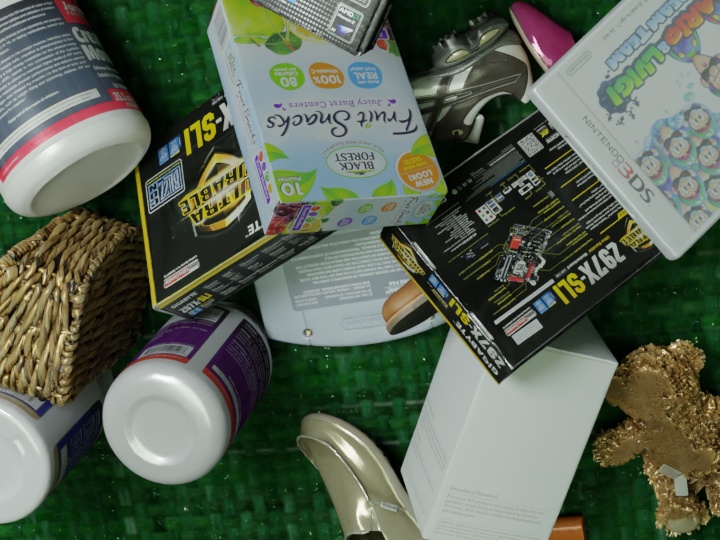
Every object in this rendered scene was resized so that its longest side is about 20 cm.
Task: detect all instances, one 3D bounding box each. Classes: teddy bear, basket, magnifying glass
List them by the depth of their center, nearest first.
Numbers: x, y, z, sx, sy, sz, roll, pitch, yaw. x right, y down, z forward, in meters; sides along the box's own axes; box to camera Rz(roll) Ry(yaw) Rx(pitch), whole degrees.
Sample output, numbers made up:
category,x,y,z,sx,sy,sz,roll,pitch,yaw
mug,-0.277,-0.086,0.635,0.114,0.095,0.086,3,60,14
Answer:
category,x,y,z,sx,sy,sz,roll,pitch,yaw
basket,-0.284,0.012,1.306,0.148,0.200,0.144,15,107,9
teddy bear,0.284,0.149,1.309,0.145,0.067,0.200,-36,104,29
magnifying glass,0.114,0.252,1.397,0.198,0.022,0.080,-6,106,16

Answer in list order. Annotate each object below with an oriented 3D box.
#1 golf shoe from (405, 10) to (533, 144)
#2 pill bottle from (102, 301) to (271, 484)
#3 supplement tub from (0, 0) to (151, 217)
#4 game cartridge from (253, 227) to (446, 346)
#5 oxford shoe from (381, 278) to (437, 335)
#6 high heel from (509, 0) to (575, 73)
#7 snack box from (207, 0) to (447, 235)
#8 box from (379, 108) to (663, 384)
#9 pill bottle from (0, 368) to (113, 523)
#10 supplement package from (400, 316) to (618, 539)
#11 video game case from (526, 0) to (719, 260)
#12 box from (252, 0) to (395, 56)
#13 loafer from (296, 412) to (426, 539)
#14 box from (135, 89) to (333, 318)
category,x,y,z,sx,sy,sz,roll,pitch,yaw
golf shoe,0.056,-0.135,1.253,0.199,0.078,0.095,-29,100,20
pill bottle,-0.145,0.099,1.304,0.111,0.200,0.113,4,110,12
supplement tub,-0.284,-0.161,1.264,0.140,0.140,0.201,-35,80,20
game cartridge,0.000,0.000,1.331,0.198,0.040,0.134,-8,102,15
oxford shoe,0.080,-0.024,1.254,0.071,0.071,0.200,42,69,9
high heel,0.215,-0.168,1.215,0.096,0.067,0.200,-42,92,13
snack box,-0.028,-0.128,1.154,0.141,0.201,0.053,-5,152,-22
box,0.140,-0.029,1.201,0.200,0.049,0.160,-36,80,-21
pill bottle,-0.304,0.136,1.352,0.119,0.200,0.121,4,108,11
supplement package,0.126,0.131,1.286,0.116,0.117,0.201,13,112,-14
video game case,0.263,-0.142,1.185,0.200,0.024,0.182,-43,96,-9
box,-0.041,-0.282,1.028,0.199,0.048,0.194,29,114,5
loafer,0.005,0.218,1.358,0.200,0.068,0.076,47,152,9
box,-0.104,-0.074,1.251,0.199,0.049,0.161,-29,56,32
